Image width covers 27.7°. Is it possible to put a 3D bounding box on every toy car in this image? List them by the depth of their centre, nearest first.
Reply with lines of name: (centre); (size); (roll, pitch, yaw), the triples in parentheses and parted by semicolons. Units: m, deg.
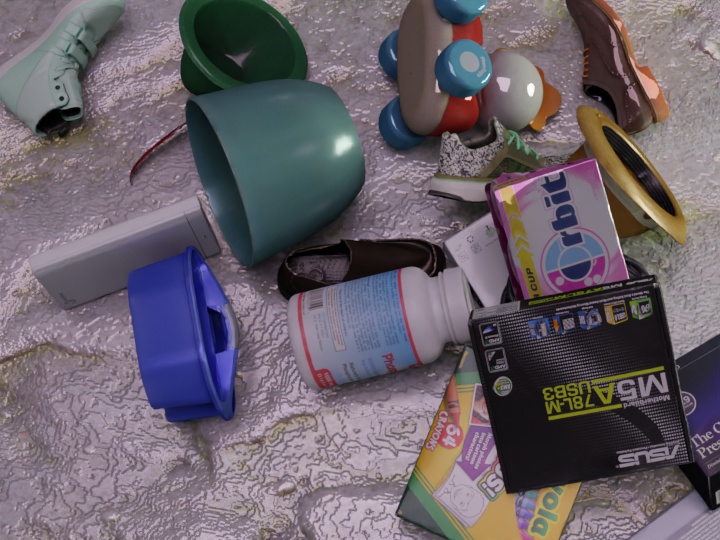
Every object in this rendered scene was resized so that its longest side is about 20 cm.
toy car: (0.145, -0.232, 1.715); (0.198, 0.184, 0.179); (9, 68, -23)

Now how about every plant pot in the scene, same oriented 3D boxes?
plant pot: (-0.090, -0.127, 1.664); (0.160, 0.201, 0.202); (-22, 70, -15)

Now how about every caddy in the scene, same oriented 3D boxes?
caddy: (-0.186, 0.074, 1.626); (0.104, 0.142, 0.202); (-14, 70, 5)

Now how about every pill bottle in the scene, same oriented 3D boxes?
pill bottle: (0.026, 0.059, 1.615); (0.198, 0.109, 0.110); (-14, 70, 10)

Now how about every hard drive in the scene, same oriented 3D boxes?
hard drive: (-0.266, -0.018, 1.668); (0.198, 0.132, 0.027); (-20, 70, -2)

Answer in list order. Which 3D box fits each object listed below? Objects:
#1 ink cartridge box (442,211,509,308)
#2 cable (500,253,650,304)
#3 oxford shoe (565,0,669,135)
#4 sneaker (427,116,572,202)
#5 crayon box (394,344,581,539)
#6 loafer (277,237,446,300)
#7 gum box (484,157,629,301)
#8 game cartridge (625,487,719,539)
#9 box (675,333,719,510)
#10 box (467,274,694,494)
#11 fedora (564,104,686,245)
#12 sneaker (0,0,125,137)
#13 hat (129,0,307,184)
ink cartridge box: (0.186, 0.028, 1.655); (0.099, 0.039, 0.201); (-31, 79, -6)
cable: (0.253, 0.050, 1.611); (0.198, 0.051, 0.164); (23, 75, 10)
oxford shoe: (0.288, -0.252, 1.738); (0.072, 0.071, 0.201); (-28, 71, 0)
sneaker: (0.169, -0.130, 1.660); (0.198, 0.077, 0.090); (-9, 108, -29)
crayon box: (0.155, 0.208, 1.578); (0.171, 0.058, 0.202); (22, 83, 13)
loafer: (0.000, 0.000, 1.671); (0.198, 0.071, 0.074); (-8, 70, 2)
gum box: (0.212, -0.017, 1.536); (0.112, 0.066, 0.202); (-17, 95, -3)
game cartridge: (0.356, 0.316, 1.550); (0.199, 0.042, 0.134); (-34, 75, -7)
box: (0.417, 0.139, 1.565); (0.199, 0.079, 0.142); (-30, 49, -6)
box: (0.224, 0.118, 1.487); (0.198, 0.048, 0.195); (-11, 101, 11)
fedora: (0.284, -0.090, 1.636); (0.082, 0.200, 0.202); (-38, 69, 21)
sneaker: (-0.344, -0.249, 1.785); (0.200, 0.074, 0.118); (-42, 66, 0)
hat: (-0.188, -0.228, 1.797); (0.198, 0.176, 0.167); (-5, 62, -38)
